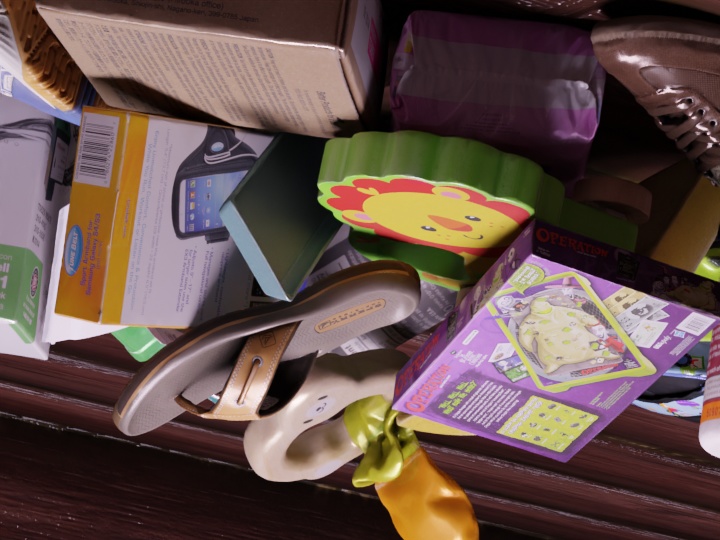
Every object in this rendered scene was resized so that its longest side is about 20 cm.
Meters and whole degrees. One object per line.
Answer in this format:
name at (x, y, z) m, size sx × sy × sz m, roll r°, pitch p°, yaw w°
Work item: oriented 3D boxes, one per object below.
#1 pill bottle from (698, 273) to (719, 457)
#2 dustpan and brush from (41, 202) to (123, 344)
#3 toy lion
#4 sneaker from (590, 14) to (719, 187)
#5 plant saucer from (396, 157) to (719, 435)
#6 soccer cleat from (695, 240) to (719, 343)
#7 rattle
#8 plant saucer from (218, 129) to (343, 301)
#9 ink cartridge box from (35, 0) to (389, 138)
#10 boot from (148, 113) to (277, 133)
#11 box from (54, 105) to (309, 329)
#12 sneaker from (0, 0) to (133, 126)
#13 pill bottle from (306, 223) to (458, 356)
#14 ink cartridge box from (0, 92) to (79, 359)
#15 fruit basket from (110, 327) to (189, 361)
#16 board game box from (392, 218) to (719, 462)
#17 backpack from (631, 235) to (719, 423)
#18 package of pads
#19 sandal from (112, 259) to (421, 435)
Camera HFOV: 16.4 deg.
pill bottle at (0.270, 0.015, 1.490) m, size 0.113 × 0.202 × 0.114 m, roll 9°, pitch 169°, yaw 2°
dustpan and brush at (-0.102, -0.029, 1.546) m, size 0.198 × 0.057 × 0.140 m, roll -8°, pitch 142°, yaw -20°
toy lion at (0.055, -0.030, 1.435) m, size 0.191 × 0.069 × 0.200 m, roll 18°, pitch 164°, yaw -23°
sneaker at (0.207, -0.083, 1.381) m, size 0.199 × 0.076 × 0.070 m, roll 17°, pitch 167°, yaw -33°
plant saucer at (0.138, 0.024, 1.571) m, size 0.199 × 0.200 × 0.049 m, roll -28°, pitch 107°, yaw 44°
soccer cleat at (0.271, 0.005, 1.651) m, size 0.198 × 0.068 × 0.081 m, roll -14°, pitch -178°, yaw -14°
rattle at (-0.016, 0.121, 1.574) m, size 0.129 × 0.144 × 0.200 m, roll -17°, pitch 162°, yaw 12°
plant saucer at (-0.033, -0.054, 1.467) m, size 0.019 × 0.070 × 0.200 m, roll -21°, pitch -161°, yaw 28°
ink cartridge box at (-0.074, -0.136, 1.358) m, size 0.163 × 0.076 × 0.200 m, roll 8°, pitch 169°, yaw 6°
boot at (-0.073, -0.080, 1.638) m, size 0.155 × 0.073 × 0.199 m, roll 18°, pitch 167°, yaw -34°
box at (-0.095, -0.027, 1.457) m, size 0.041 × 0.120 × 0.200 m, roll 10°, pitch -178°, yaw 32°
sneaker at (-0.220, -0.141, 1.453) m, size 0.199 × 0.076 × 0.088 m, roll 32°, pitch 150°, yaw -33°
pill bottle at (0.000, 0.000, 1.646) m, size 0.199 × 0.114 × 0.113 m, roll -30°, pitch 157°, yaw 11°
ink cartridge box at (-0.226, -0.058, 1.553) m, size 0.084 × 0.202 × 0.146 m, roll 9°, pitch 170°, yaw 2°
fruit basket at (-0.154, 0.008, 1.924) m, size 0.094 × 0.186 × 0.200 m, roll -36°, pitch 156°, yaw 8°
board game box at (0.110, 0.045, 1.431) m, size 0.119 × 0.033 × 0.200 m, roll 15°, pitch 148°, yaw -17°
backpack at (0.254, 0.045, 1.760) m, size 0.181 × 0.136 × 0.200 m, roll 15°, pitch 176°, yaw -17°
package of pads at (0.077, -0.089, 1.460) m, size 0.119 × 0.076 × 0.200 m, roll 9°, pitch 169°, yaw 2°
sandal at (-0.052, 0.056, 1.462) m, size 0.199 × 0.055 × 0.082 m, roll -21°, pitch 158°, yaw -2°
